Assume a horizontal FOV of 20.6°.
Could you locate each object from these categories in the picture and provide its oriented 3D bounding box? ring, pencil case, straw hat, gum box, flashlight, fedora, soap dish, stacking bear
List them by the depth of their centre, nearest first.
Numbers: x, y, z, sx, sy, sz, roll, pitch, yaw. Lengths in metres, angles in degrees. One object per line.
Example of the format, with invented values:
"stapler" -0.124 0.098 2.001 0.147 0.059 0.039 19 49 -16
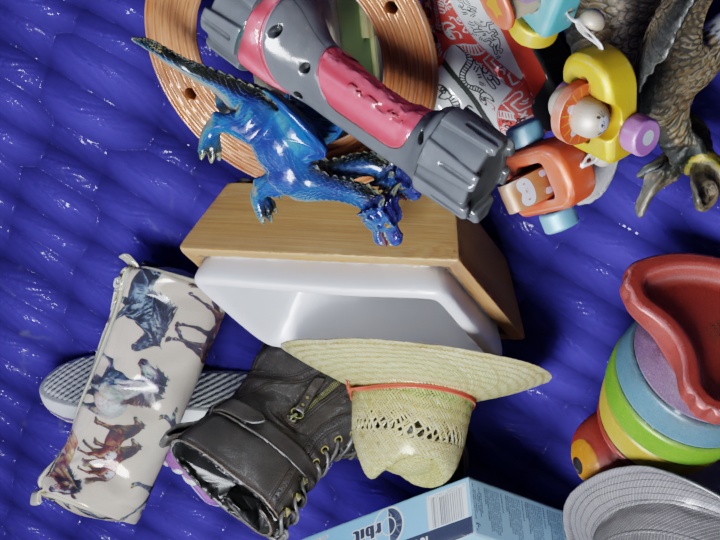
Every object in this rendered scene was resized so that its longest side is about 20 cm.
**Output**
"flashlight" 0.000 -0.110 1.163 0.199 0.068 0.068 35 100 20
"ring" -0.043 -0.140 1.248 0.199 0.019 0.202 13 126 18
"fedora" 0.216 0.229 1.324 0.200 0.091 0.177 38 142 -15
"stacking bear" 0.204 0.091 1.332 0.122 0.113 0.201 61 148 26
"soap dish" 0.000 0.000 1.344 0.198 0.082 0.157 2 160 23
"straw hat" 0.033 0.103 1.359 0.199 0.201 0.086 2 80 24
"gum box" 0.078 0.214 1.444 0.169 0.045 0.199 -25 147 35
"pencil case" -0.171 0.091 1.460 0.089 0.202 0.078 22 175 -7

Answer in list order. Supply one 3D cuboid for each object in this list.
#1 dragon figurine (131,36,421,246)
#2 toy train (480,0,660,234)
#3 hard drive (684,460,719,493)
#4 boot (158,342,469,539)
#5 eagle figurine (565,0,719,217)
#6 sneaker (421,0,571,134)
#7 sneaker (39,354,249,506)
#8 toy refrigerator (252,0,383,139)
"dragon figurine" -0.046 -0.093 1.231 0.099 0.059 0.200 -27 109 36
"toy train" 0.094 -0.111 1.147 0.150 0.055 0.202 -1 114 58
"hard drive" 0.299 0.168 1.391 0.199 0.026 0.132 -30 106 37
"boot" -0.032 0.137 1.428 0.199 0.174 0.069 32 130 2
"eagle figurine" 0.181 -0.139 1.177 0.151 0.151 0.201 7 136 33
"sneaker" 0.054 -0.164 1.252 0.107 0.067 0.202 -16 117 30
"sneaker" -0.155 0.134 1.554 0.199 0.073 0.115 8 128 20
"toy refrigerator" -0.029 -0.174 1.279 0.069 0.076 0.202 6 124 21
